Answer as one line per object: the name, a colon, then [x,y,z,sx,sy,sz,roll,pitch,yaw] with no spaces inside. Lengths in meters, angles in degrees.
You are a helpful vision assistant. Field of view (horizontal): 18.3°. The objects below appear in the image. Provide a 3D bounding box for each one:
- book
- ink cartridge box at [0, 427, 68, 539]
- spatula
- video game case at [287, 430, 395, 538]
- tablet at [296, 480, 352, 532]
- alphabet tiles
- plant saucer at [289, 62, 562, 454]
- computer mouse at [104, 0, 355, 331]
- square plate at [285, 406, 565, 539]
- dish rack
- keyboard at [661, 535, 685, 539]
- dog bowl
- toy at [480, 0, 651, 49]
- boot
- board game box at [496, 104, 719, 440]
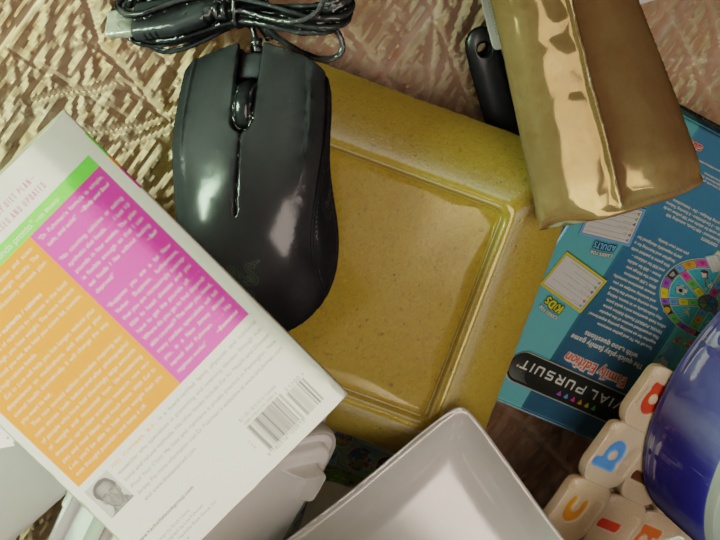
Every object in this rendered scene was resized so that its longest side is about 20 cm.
book: [-0.122,0.037,1.105,0.134,0.048,0.200,-44,101,-3]
ink cartridge box: [-0.186,0.062,1.203,0.200,0.145,0.084,-41,114,0]
spatula: [0.090,-0.054,1.305,0.057,0.021,0.200,-20,123,-8]
video game case: [-0.033,0.127,1.341,0.143,0.018,0.200,24,101,-22]
tablet: [0.046,0.215,1.296,0.200,0.014,0.130,20,83,1]
alphabet tiles: [0.185,0.126,1.361,0.200,0.015,0.196,-55,143,7]
plant saucer: [0.000,0.000,1.253,0.200,0.048,0.200,20,103,0]
computer mouse: [-0.066,-0.061,1.197,0.138,0.053,0.200,-4,96,16]
square plate: [0.037,0.209,1.259,0.198,0.028,0.200,-38,99,-1]
dish rack: [-0.100,0.156,1.230,0.172,0.044,0.200,-10,140,-43]
keyboard: [0.095,0.206,1.244,0.200,0.011,0.056,-20,98,-3]
dog bowl: [0.266,0.088,1.335,0.200,0.079,0.200,-27,138,-27]
toy: [0.099,-0.235,1.238,0.115,0.047,0.200,-18,106,-11]
boot: [0.083,-0.117,1.192,0.175,0.066,0.200,-17,100,-10]
board game box: [0.161,0.001,1.322,0.151,0.047,0.200,24,104,-30]
